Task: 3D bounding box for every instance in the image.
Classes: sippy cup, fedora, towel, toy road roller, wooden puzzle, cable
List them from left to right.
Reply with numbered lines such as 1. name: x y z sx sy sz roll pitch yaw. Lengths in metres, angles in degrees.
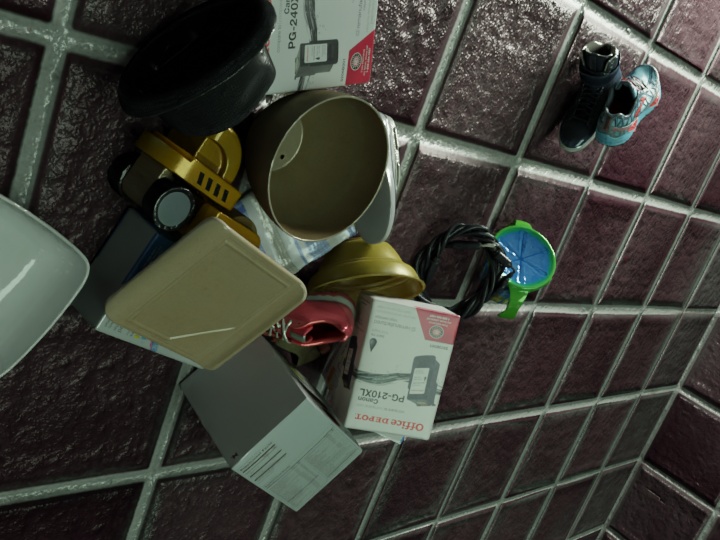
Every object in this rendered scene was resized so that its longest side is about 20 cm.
1. toy road roller: -0.196 -0.110 0.973 0.146 0.123 0.200 -55 141 -1
2. wooden puzzle: -0.190 0.033 0.985 0.185 0.037 0.200 -37 139 9
3. fedora: -0.168 -0.218 0.874 0.201 0.200 0.092 -46 137 -12
4. towel: -0.100 -0.070 1.145 0.200 0.024 0.147 -34 117 -25
5. cable: 0.173 0.009 1.429 0.200 0.051 0.163 -38 109 16
6. sippy cup: 0.298 0.000 1.539 0.178 0.140 0.130 -41 168 -25

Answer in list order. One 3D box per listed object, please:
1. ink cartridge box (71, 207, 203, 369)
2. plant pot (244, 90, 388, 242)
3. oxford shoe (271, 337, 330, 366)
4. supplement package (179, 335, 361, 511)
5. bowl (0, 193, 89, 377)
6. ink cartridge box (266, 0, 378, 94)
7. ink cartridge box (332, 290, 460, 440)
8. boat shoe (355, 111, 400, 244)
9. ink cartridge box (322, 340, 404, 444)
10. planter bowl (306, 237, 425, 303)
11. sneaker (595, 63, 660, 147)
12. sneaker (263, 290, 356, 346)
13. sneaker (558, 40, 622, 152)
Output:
1. ink cartridge box: -0.255 0.030 1.039 0.145 0.085 0.200 -56 142 1
2. plant pot: -0.079 -0.157 1.052 0.200 0.134 0.201 -25 131 -31
3. oxford shoe: -0.114 0.088 1.238 0.075 0.070 0.200 -36 132 -8
4. supplement package: -0.136 0.227 1.202 0.147 0.191 0.200 -42 139 -5
5. bowl: -0.429 0.009 0.856 0.200 0.075 0.200 -51 140 -7
6. ink cartridge box: -0.080 -0.307 0.987 0.199 0.083 0.146 -18 127 -37
7. ink cartridge box: 0.052 0.146 1.194 0.144 0.084 0.201 12 95 -16
8. boat shoe: 0.030 -0.142 1.198 0.066 0.072 0.201 -6 91 -55
9. ink cartridge box: 0.025 0.181 1.348 0.125 0.200 0.129 28 96 -19
10. planter bowl: 0.000 0.000 1.248 0.200 0.200 0.084 13 64 -49
11. sneaker: 0.515 -0.329 1.473 0.200 0.079 0.096 -56 153 -22
12. sneaker: -0.103 0.072 1.140 0.199 0.087 0.074 -1 120 -3
13. sneaker: 0.433 -0.339 1.484 0.203 0.077 0.146 -59 153 -11
